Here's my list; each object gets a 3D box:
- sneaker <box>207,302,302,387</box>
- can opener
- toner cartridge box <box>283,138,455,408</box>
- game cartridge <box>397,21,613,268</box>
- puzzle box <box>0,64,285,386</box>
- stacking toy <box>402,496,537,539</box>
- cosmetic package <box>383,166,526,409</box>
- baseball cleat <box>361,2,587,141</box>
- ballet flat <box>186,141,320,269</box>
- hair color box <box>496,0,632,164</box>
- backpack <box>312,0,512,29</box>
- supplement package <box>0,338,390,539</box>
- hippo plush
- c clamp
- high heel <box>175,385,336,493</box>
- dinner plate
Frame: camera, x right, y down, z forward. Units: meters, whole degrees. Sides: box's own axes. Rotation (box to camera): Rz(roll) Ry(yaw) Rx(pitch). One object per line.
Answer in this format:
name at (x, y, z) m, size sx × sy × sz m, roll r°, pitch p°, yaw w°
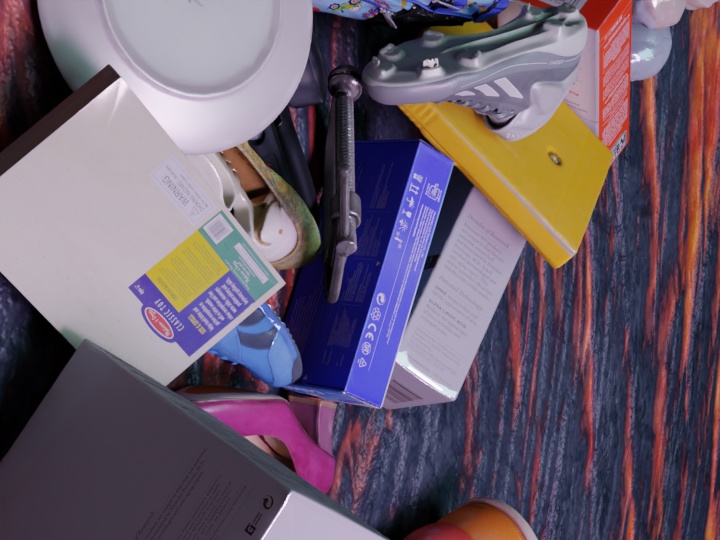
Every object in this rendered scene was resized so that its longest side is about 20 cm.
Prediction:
sneaker at (-0.108, 0.029, 1.114) m, size 0.078 × 0.066 × 0.200 m, roll -46°, pitch 137°, yaw -15°
can opener at (-0.062, -0.093, 1.148) m, size 0.063 × 0.078 × 0.201 m, roll -55°, pitch 147°, yaw -44°
toner cartridge box at (0.000, 0.000, 1.218) m, size 0.043 × 0.095 × 0.201 m, roll 26°, pitch 76°, yaw -38°
game cartridge at (0.116, -0.117, 1.293) m, size 0.200 × 0.032 × 0.176 m, roll 44°, pitch 35°, yaw -9°
puzzle box at (-0.149, -0.015, 1.001) m, size 0.133 × 0.025 × 0.200 m, roll -40°, pitch 129°, yaw -5°
stacking toy at (0.047, 0.273, 1.356) m, size 0.199 × 0.146 × 0.147 m, roll 0°, pitch 98°, yaw -35°
cosmetic package at (0.063, 0.009, 1.297) m, size 0.074 × 0.101 × 0.201 m, roll 35°, pitch 64°, yaw -23°
baseball cleat at (0.090, -0.135, 1.192) m, size 0.199 × 0.070 × 0.107 m, roll -18°, pitch 130°, yaw -25°
ballet flat at (-0.088, -0.051, 1.106) m, size 0.071 × 0.070 × 0.200 m, roll -60°, pitch 136°, yaw -28°
hair color box at (0.178, -0.174, 1.381) m, size 0.061 × 0.101 × 0.200 m, roll -52°, pitch 154°, yaw -25°
backpack at (0.020, -0.271, 1.162) m, size 0.199 × 0.134 × 0.184 m, roll -2°, pitch 98°, yaw -52°
supplement package at (-0.120, 0.186, 0.966) m, size 0.192 × 0.200 × 0.147 m, roll -56°, pitch 142°, yaw -4°
hippo plush at (0.217, -0.238, 1.436) m, size 0.160 × 0.199 × 0.161 m, roll -64°, pitch 170°, yaw -45°
c clamp at (-0.011, -0.071, 1.142) m, size 0.201 × 0.027 × 0.171 m, roll -92°, pitch -174°, yaw -46°
high heel at (-0.077, 0.137, 1.168) m, size 0.200 × 0.067 × 0.097 m, roll 15°, pitch 83°, yaw -55°
dinner plate at (-0.111, -0.175, 1.025) m, size 0.199 × 0.024 × 0.202 m, roll 4°, pitch 84°, yaw -34°
